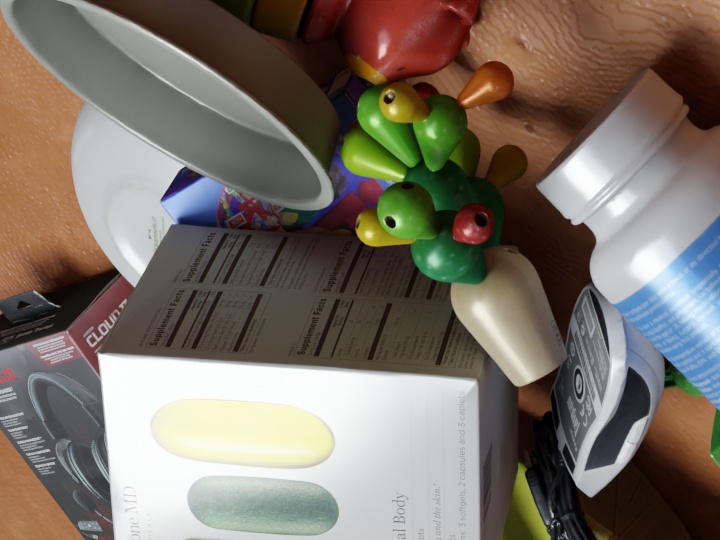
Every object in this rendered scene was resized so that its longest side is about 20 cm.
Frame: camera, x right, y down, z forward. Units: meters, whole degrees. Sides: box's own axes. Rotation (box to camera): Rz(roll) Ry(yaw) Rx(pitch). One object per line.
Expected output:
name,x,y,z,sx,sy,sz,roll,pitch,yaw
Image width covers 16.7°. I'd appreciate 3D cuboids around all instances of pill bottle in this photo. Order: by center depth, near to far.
pill bottle,0.185,-0.001,1.216,0.200,0.112,0.112,44,143,-3

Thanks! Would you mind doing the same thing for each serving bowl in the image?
serving bowl,-0.100,-0.034,1.480,0.199,0.066,0.201,24,139,22

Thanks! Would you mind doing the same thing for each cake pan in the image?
cake pan,-0.092,-0.100,1.265,0.200,0.037,0.200,29,167,7

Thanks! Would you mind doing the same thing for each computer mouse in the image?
computer mouse,0.131,0.082,1.316,0.044,0.110,0.200,-2,142,-12

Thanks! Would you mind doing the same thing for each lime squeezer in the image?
lime squeezer,0.182,0.067,1.327,0.038,0.071,0.200,34,176,-15

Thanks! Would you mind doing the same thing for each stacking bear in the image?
stacking bear,-0.033,-0.163,1.263,0.199,0.114,0.121,27,167,2

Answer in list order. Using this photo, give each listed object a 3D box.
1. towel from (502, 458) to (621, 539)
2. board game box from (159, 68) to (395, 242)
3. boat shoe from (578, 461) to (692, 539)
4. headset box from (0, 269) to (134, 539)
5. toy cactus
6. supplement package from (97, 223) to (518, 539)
towel,0.121,0.163,1.425,0.200,0.018,0.086,37,140,42
board game box,0.000,0.000,1.392,0.134,0.045,0.200,-28,107,24
boat shoe,0.179,0.198,1.452,0.200,0.071,0.069,56,148,3
headset box,-0.171,0.092,1.656,0.148,0.077,0.200,-15,116,48
toy cactus,0.056,-0.026,1.216,0.166,0.102,0.200,59,-176,-6
supplement package,-0.022,0.079,1.325,0.199,0.151,0.153,4,118,10
